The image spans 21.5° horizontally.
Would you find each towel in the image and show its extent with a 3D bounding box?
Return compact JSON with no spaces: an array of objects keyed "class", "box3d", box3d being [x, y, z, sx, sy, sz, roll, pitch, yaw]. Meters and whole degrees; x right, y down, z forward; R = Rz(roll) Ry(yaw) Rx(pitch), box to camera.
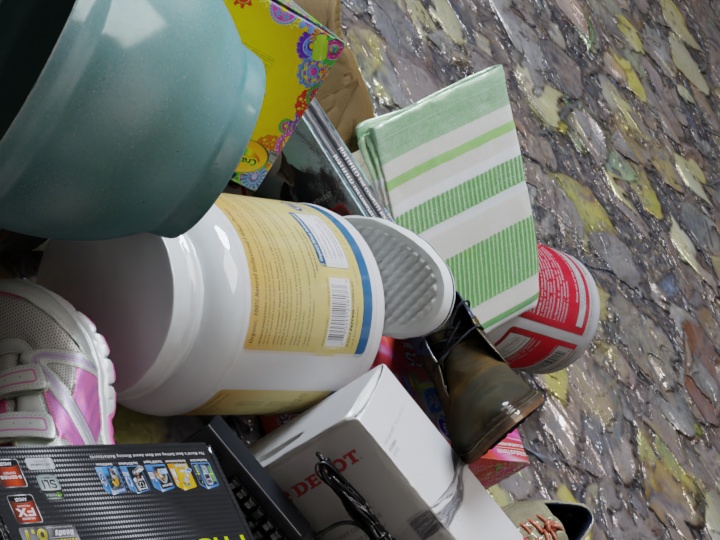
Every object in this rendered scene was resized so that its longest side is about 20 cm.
[{"class":"towel","box3d":[0.074,-0.041,1.475,0.152,0.023,0.201,-26,112,-34]}]

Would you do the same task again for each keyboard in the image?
[{"class":"keyboard","box3d":[-0.038,0.175,1.180,0.200,0.127,0.021,51,17,-11]}]

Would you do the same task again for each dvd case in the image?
[{"class":"dvd case","box3d":[-0.021,-0.035,1.434,0.022,0.146,0.200,-33,94,-26]}]

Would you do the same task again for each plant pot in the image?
[{"class":"plant pot","box3d":[-0.138,-0.098,1.074,0.134,0.200,0.201,27,37,-24]}]

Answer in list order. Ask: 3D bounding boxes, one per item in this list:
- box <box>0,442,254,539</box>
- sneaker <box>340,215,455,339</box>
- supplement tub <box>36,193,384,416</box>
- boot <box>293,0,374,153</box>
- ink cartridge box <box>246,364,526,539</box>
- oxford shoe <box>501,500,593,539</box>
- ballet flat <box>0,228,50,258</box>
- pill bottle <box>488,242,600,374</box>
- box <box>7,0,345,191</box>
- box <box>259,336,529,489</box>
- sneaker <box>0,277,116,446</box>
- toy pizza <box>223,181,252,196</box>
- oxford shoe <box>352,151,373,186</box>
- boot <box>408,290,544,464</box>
[{"class":"box","box3d":[-0.117,0.168,0.972,0.200,0.044,0.161,7,50,-58]},{"class":"sneaker","box3d":[0.000,0.000,1.330,0.079,0.200,0.079,16,92,-50]},{"class":"supplement tub","box3d":[-0.095,0.021,1.224,0.200,0.145,0.145,6,56,-52]},{"class":"boot","box3d":[-0.068,-0.181,1.468,0.073,0.155,0.201,-24,100,-25]},{"class":"ink cartridge box","box3d":[0.013,0.182,1.236,0.200,0.146,0.083,52,27,-10]},{"class":"oxford shoe","box3d":[0.113,0.205,1.441,0.071,0.075,0.200,62,27,9]},{"class":"ballet flat","box3d":[-0.203,-0.059,1.232,0.068,0.068,0.200,51,26,-30]},{"class":"pill bottle","box3d":[0.110,0.022,1.612,0.200,0.112,0.113,17,47,-52]},{"class":"box","box3d":[-0.151,-0.176,1.275,0.200,0.122,0.193,25,12,-35]},{"class":"box","box3d":[0.025,0.113,1.388,0.200,0.095,0.100,13,50,-54]},{"class":"sneaker","box3d":[-0.185,0.093,1.076,0.088,0.081,0.200,9,53,-58]},{"class":"toy pizza","box3d":[-0.133,-0.069,1.392,0.200,0.032,0.201,40,31,-30]},{"class":"oxford shoe","box3d":[0.013,-0.028,1.526,0.075,0.070,0.201,-11,71,-38]},{"class":"boot","box3d":[0.065,0.069,1.283,0.097,0.075,0.200,51,1,-2]}]
